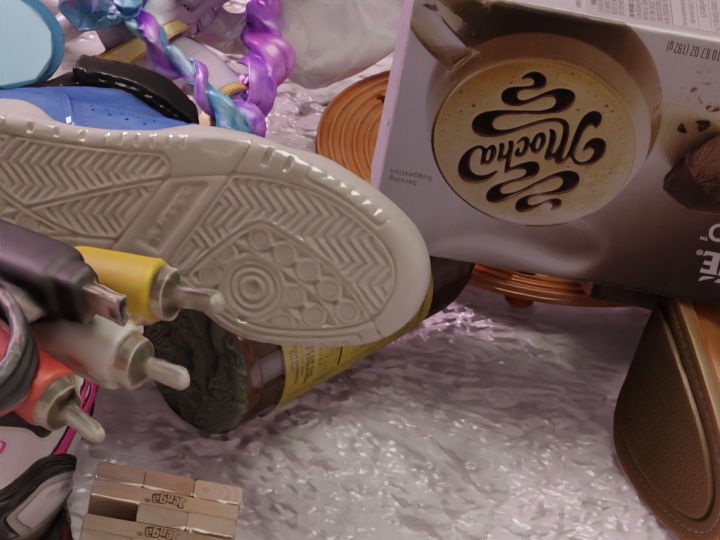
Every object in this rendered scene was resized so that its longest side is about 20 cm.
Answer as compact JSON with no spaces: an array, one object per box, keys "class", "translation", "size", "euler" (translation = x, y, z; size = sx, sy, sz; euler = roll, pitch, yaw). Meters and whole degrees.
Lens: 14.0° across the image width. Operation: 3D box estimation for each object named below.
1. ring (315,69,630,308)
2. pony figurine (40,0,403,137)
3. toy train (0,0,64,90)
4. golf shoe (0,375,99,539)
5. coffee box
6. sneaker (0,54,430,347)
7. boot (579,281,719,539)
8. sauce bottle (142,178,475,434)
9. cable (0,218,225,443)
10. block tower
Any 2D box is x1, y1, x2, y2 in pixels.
[{"class":"ring","translation":[0.076,-0.037,1.323],"size":[0.200,0.019,0.200],"euler":[10,31,-6]},{"class":"pony figurine","translation":[-0.067,-0.134,1.313],"size":[0.193,0.167,0.200],"euler":[-45,57,-8]},{"class":"toy train","translation":[-0.179,-0.134,1.221],"size":[0.085,0.116,0.200],"euler":[-5,69,-28]},{"class":"golf shoe","translation":[-0.129,0.032,1.075],"size":[0.073,0.092,0.200],"euler":[3,32,-10]},{"class":"coffee box","translation":[0.110,-0.058,1.137],"size":[0.200,0.113,0.080],"euler":[10,27,-3]},{"class":"sneaker","translation":[-0.061,-0.029,1.092],"size":[0.200,0.077,0.111],"euler":[11,16,13]},{"class":"boot","translation":[0.178,0.039,1.197],"size":[0.155,0.077,0.200],"euler":[9,32,-18]},{"class":"sauce bottle","translation":[0.000,0.000,1.184],"size":[0.065,0.065,0.200],"euler":[32,41,28]},{"class":"cable","translation":[-0.149,0.004,1.010],"size":[0.200,0.050,0.097],"euler":[21,51,31]},{"class":"block tower","translation":[-0.078,0.140,0.960],"size":[0.058,0.054,0.200],"euler":[10,32,-3]}]
